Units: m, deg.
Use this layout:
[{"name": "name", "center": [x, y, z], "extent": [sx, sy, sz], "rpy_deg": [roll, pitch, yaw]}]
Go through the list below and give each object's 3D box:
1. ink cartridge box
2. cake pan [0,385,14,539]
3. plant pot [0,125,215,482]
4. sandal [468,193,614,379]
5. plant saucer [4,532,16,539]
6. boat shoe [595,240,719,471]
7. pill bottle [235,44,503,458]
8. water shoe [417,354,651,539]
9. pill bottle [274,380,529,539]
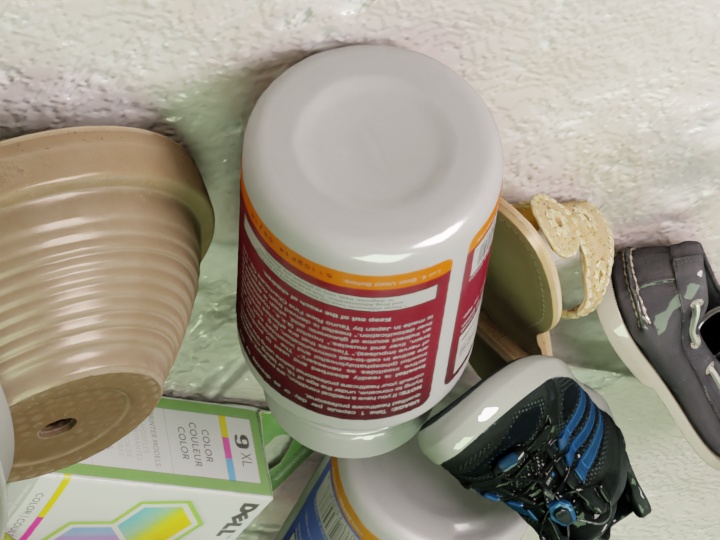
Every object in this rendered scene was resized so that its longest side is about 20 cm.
[{"name": "ink cartridge box", "center": [-0.112, 0.115, 1.400], "extent": [0.199, 0.060, 0.104], "rpy_deg": [8, 143, -30]}, {"name": "cake pan", "center": [-0.228, 0.054, 1.118], "extent": [0.199, 0.037, 0.201], "rpy_deg": [15, 134, 16]}, {"name": "plant pot", "center": [-0.147, 0.029, 1.179], "extent": [0.200, 0.093, 0.201], "rpy_deg": [-22, 159, -9]}, {"name": "sandal", "center": [0.088, -0.005, 1.300], "extent": [0.070, 0.078, 0.212], "rpy_deg": [-40, 160, -15]}, {"name": "plant saucer", "center": [-0.301, 0.136, 1.315], "extent": [0.199, 0.048, 0.200], "rpy_deg": [-21, 136, 26]}, {"name": "boat shoe", "center": [0.185, 0.045, 1.387], "extent": [0.062, 0.073, 0.200], "rpy_deg": [-22, 143, 21]}, {"name": "pill bottle", "center": [0.000, 0.000, 1.208], "extent": [0.112, 0.114, 0.200], "rpy_deg": [-7, 148, -9]}, {"name": "water shoe", "center": [0.095, 0.092, 1.301], "extent": [0.071, 0.079, 0.200], "rpy_deg": [-38, 162, 16]}, {"name": "pill bottle", "center": [0.013, 0.152, 1.456], "extent": [0.111, 0.113, 0.200], "rpy_deg": [0, 146, -20]}]
